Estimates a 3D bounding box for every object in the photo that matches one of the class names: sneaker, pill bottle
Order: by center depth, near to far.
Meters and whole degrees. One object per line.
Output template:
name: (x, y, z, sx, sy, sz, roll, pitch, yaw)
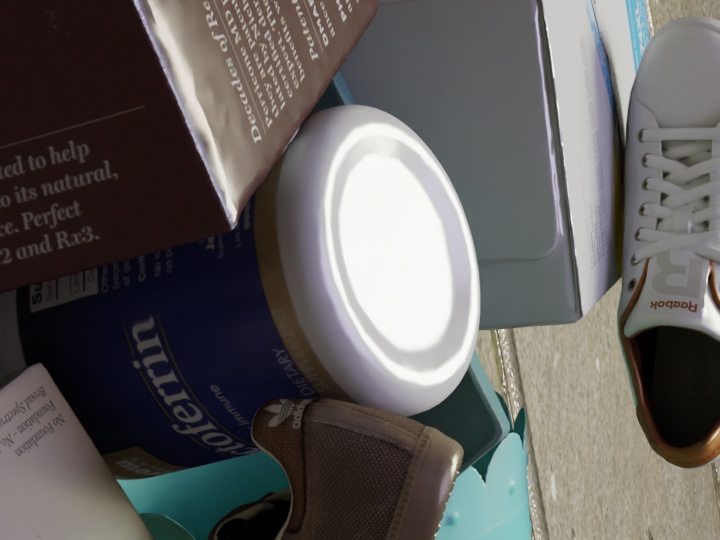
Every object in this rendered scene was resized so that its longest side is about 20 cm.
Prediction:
sneaker: (-0.022, 0.118, 0.900, 0.071, 0.075, 0.200, -63, 175, -51)
pill bottle: (-0.064, 0.016, 0.928, 0.116, 0.200, 0.116, 27, 55, -48)
sneaker: (0.149, -0.012, 1.071, 0.085, 0.073, 0.201, -11, 99, -74)

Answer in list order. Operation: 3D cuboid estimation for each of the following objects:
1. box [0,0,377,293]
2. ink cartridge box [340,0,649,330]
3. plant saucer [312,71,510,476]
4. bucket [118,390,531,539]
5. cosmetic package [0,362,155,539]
box: (-0.116, -0.109, 0.869, 0.200, 0.165, 0.165, -62, 134, -58)
ink cartridge box: (0.045, -0.061, 1.114, 0.200, 0.146, 0.147, -35, 119, -69)
plant saucer: (0.000, 0.000, 0.974, 0.019, 0.070, 0.200, 5, 51, -44)
bucket: (-0.018, 0.138, 1.058, 0.207, 0.206, 0.135, -34, 118, -69)
cosmetic package: (-0.107, 0.147, 0.862, 0.200, 0.073, 0.104, 57, 33, -7)
